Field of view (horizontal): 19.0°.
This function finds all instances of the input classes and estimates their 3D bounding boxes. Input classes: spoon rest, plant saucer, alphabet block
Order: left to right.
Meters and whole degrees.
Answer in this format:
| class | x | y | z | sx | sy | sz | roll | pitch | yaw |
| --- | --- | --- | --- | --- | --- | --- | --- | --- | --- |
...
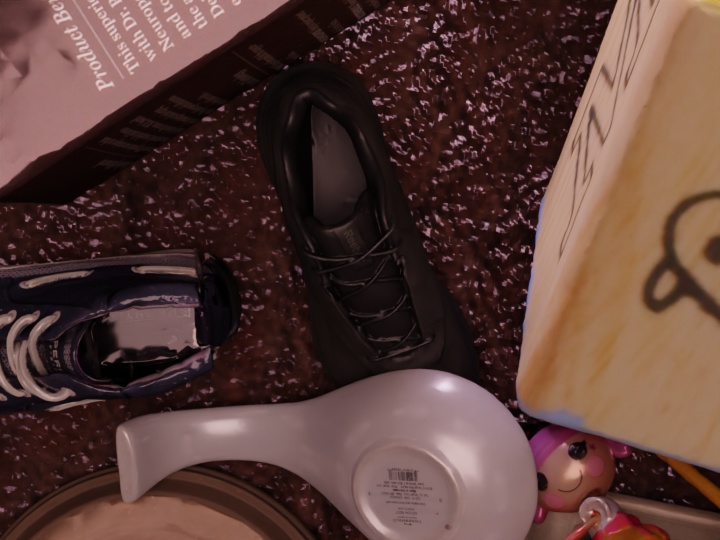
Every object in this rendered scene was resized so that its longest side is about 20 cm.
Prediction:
| class | x | y | z | sx | sy | sz | roll | pitch | yaw |
| --- | --- | --- | --- | --- | --- | --- | --- | --- | --- |
| plant saucer | -0.100 | 0.192 | 1.041 | 0.200 | 0.029 | 0.200 | 0 | 83 | 1 |
| spoon rest | -0.012 | 0.089 | 1.008 | 0.200 | 0.061 | 0.099 | 4 | 109 | 20 |
| alphabet block | 0.190 | -0.041 | 0.912 | 0.195 | 0.196 | 0.200 | 16 | 121 | -3 |

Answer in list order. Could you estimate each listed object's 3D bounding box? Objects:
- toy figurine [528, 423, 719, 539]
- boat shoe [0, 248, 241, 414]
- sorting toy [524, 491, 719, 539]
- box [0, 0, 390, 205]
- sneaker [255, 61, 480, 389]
| class | x | y | z | sx | sy | sz | roll | pitch | yaw |
| --- | --- | --- | --- | --- | --- | --- | --- | --- | --- |
| toy figurine | 0.131 | 0.110 | 0.994 | 0.200 | 0.150 | 0.184 | -42 | 62 | 17 |
| boat shoe | -0.156 | 0.033 | 1.009 | 0.200 | 0.093 | 0.075 | -14 | 99 | 0 |
| sorting toy | 0.160 | 0.210 | 1.049 | 0.200 | 0.036 | 0.185 | 10 | 96 | 1 |
| box | -0.109 | -0.148 | 0.956 | 0.200 | 0.164 | 0.166 | -32 | 89 | 5 |
| sneaker | 0.000 | 0.000 | 1.009 | 0.076 | 0.091 | 0.200 | -24 | 95 | 2 |
